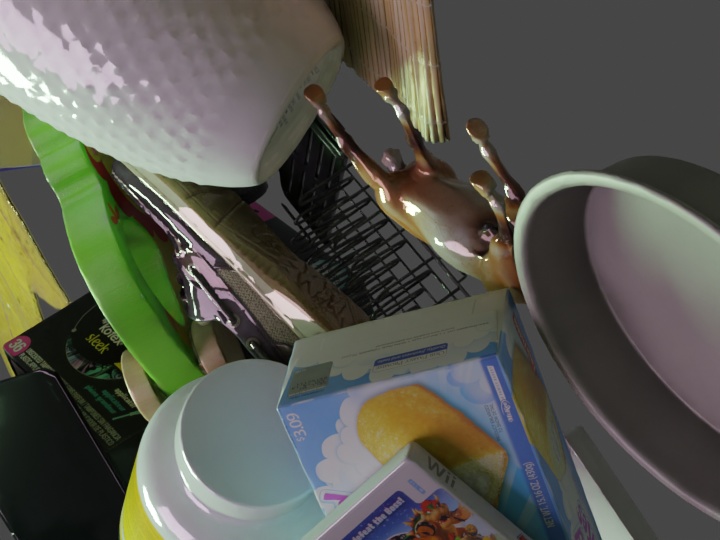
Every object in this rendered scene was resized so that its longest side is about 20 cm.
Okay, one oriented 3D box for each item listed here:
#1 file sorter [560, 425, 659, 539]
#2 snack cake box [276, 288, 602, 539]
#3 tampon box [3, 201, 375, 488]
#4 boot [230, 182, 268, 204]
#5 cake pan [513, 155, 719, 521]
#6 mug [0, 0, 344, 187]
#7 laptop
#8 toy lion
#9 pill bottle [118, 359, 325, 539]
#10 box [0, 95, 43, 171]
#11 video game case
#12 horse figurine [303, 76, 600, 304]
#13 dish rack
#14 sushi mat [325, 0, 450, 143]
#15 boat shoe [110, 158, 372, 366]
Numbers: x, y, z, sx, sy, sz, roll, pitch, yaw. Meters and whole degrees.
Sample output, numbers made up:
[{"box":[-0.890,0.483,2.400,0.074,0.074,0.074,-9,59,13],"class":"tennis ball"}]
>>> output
[{"box":[0.088,0.192,1.221,0.139,0.124,0.200,55,161,0],"class":"file sorter"},{"box":[0.049,0.118,1.036,0.067,0.115,0.200,-76,-33,-60],"class":"snack cake box"},{"box":[-0.099,0.072,1.366,0.150,0.200,0.126,35,152,46],"class":"tampon box"},{"box":[-0.143,-0.121,1.370,0.200,0.070,0.132,31,144,42],"class":"boot"},{"box":[0.150,0.031,0.899,0.200,0.037,0.200,40,154,24],"class":"cake pan"},{"box":[-0.105,-0.118,1.107,0.175,0.148,0.200,32,161,7],"class":"mug"},{"box":[-0.186,0.128,1.344,0.177,0.103,0.200,62,-174,-13],"class":"laptop"},{"box":[-0.143,-0.037,1.236,0.192,0.069,0.200,57,-167,-33],"class":"toy lion"},{"box":[-0.070,0.121,1.144,0.112,0.112,0.200,52,158,12],"class":"pill bottle"},{"box":[-0.247,-0.180,1.356,0.200,0.105,0.184,32,125,52],"class":"box"},{"box":[0.053,0.189,1.022,0.200,0.143,0.018,40,-152,-11],"class":"video game case"},{"box":[0.054,-0.033,1.033,0.200,0.050,0.133,28,160,43],"class":"horse figurine"},{"box":[0.000,0.000,1.229,0.200,0.055,0.153,51,160,14],"class":"dish rack"},{"box":[0.004,-0.155,1.025,0.096,0.012,0.200,44,158,34],"class":"sushi mat"},{"box":[-0.071,0.006,1.167,0.200,0.065,0.072,42,-163,7],"class":"boat shoe"}]
